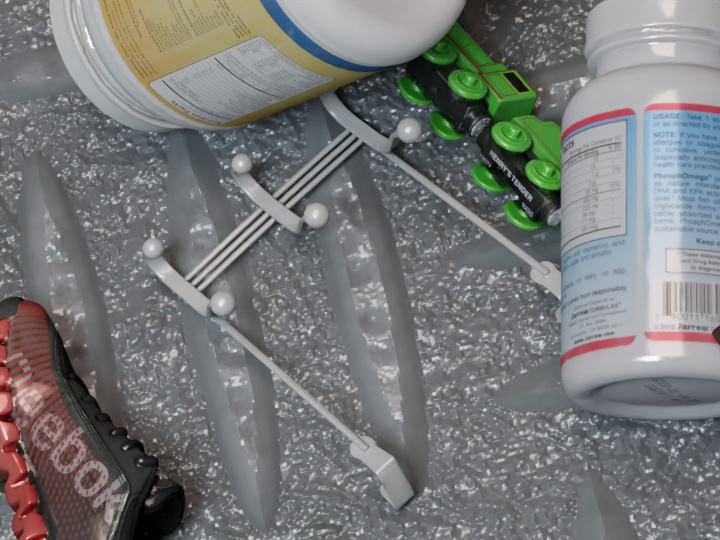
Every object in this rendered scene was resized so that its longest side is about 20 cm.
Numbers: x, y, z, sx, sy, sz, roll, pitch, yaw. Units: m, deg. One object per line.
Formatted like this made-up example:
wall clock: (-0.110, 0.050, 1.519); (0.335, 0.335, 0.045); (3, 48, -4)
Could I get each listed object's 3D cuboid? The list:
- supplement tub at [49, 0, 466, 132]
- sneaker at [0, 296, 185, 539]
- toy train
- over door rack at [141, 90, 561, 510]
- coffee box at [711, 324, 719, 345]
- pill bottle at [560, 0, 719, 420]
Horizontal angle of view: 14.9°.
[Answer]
supplement tub: (-0.055, -0.155, 1.422); (0.199, 0.144, 0.145); (-17, 53, 46)
sneaker: (-0.141, 0.100, 1.394); (0.097, 0.071, 0.201); (-15, 65, 1)
toy train: (0.058, -0.097, 1.471); (0.056, 0.042, 0.200); (-11, 51, -39)
over door rack: (0.000, 0.000, 1.424); (0.148, 0.067, 0.200); (-43, 65, -12)
coffee box: (0.280, 0.001, 1.304); (0.199, 0.114, 0.080); (-27, 79, -33)
pill bottle: (0.154, -0.033, 1.375); (0.108, 0.109, 0.201); (0, 74, 9)
